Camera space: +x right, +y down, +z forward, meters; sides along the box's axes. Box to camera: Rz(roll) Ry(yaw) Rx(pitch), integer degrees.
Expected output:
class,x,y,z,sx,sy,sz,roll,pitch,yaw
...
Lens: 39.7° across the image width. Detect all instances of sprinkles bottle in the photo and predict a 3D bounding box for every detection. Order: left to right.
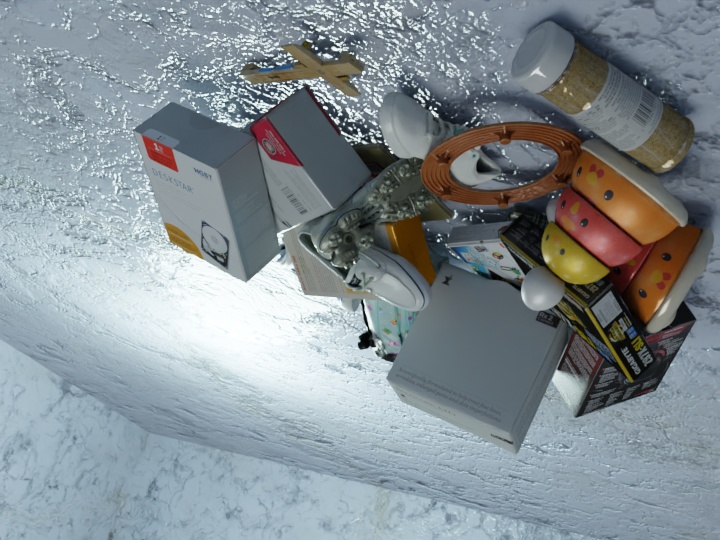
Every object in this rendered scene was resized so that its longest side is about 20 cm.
class,x,y,z,sx,sy,sz,roll,pitch,yaw
sprinkles bottle,0.249,-0.174,1.019,0.199,0.069,0.068,29,156,-21

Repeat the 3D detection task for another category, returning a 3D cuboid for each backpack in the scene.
class,x,y,z,sx,sy,sz,roll,pitch,yaw
backpack,0.072,0.034,1.557,0.126,0.167,0.200,17,143,22

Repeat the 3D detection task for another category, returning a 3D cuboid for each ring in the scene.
class,x,y,z,sx,sy,sz,roll,pitch,yaw
ring,0.171,-0.119,1.189,0.199,0.019,0.201,-2,157,-1

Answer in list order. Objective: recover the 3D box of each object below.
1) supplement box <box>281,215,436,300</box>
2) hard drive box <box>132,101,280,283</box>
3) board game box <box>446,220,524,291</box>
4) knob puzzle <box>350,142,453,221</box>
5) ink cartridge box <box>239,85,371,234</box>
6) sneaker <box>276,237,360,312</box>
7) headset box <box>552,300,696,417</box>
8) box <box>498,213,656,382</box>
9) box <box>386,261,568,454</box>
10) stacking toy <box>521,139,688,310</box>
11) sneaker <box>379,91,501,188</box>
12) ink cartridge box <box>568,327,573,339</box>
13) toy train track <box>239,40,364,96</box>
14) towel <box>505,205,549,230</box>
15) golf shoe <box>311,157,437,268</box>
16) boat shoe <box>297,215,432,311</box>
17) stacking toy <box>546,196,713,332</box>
class,x,y,z,sx,sy,sz,roll,pitch,yaw
supplement box,-0.004,-0.029,1.420,0.199,0.074,0.127,3,123,35
hard drive box,-0.200,-0.103,1.323,0.155,0.077,0.201,25,143,31
board game box,0.230,0.000,1.419,0.126,0.035,0.200,-3,146,47
knob puzzle,0.006,-0.122,1.394,0.219,0.031,0.220,16,158,7
ink cartridge box,-0.101,-0.137,1.320,0.145,0.083,0.200,52,150,-13
sneaker,-0.068,-0.008,1.677,0.146,0.081,0.200,22,163,15
headset box,0.375,0.109,1.422,0.148,0.075,0.200,-15,144,-18
box,0.272,0.033,1.258,0.160,0.049,0.200,48,180,-38
box,0.173,0.126,1.444,0.198,0.201,0.131,22,164,22
stacking toy,0.256,-0.033,1.129,0.146,0.200,0.146,36,-171,-7
sneaker,0.101,-0.158,1.192,0.088,0.076,0.200,-3,159,35
ink cartridge box,0.287,0.095,1.598,0.199,0.085,0.146,15,158,10
toy train track,-0.070,-0.245,1.177,0.199,0.033,0.115,5,162,45
towel,0.282,-0.014,1.415,0.192,0.035,0.200,18,159,3
golf shoe,0.016,-0.092,1.282,0.078,0.200,0.097,60,168,-29
boat shoe,0.000,0.000,1.336,0.200,0.067,0.074,34,135,10
stacking toy,0.318,-0.028,1.238,0.199,0.146,0.146,30,160,12
